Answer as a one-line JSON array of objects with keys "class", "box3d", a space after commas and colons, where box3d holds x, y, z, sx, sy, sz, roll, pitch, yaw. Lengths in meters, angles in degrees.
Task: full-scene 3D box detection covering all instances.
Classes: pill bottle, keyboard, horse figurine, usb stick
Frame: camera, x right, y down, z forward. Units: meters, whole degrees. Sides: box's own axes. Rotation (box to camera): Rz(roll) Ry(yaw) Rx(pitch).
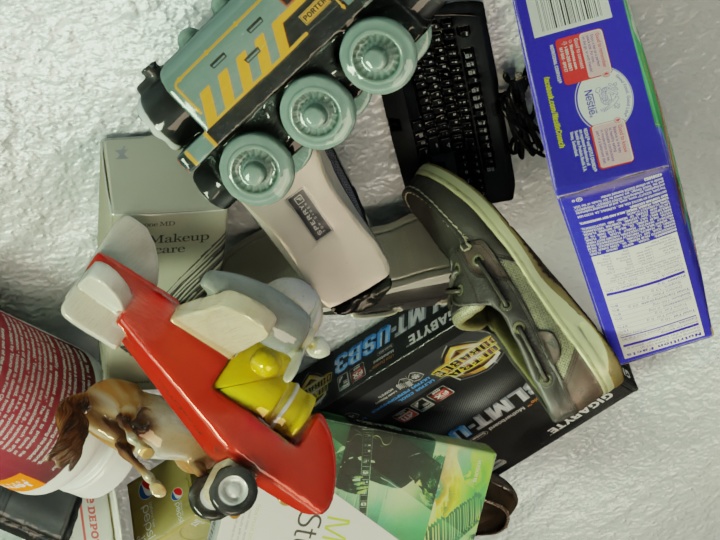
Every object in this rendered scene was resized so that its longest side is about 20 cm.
[{"class": "pill bottle", "box3d": [-0.251, 0.090, 1.523, 0.113, 0.113, 0.200, -34, 138, 26]}, {"class": "keyboard", "box3d": [0.071, -0.098, 1.432, 0.104, 0.040, 0.200, -14, 144, 3]}, {"class": "horse figurine", "box3d": [-0.138, 0.118, 1.496, 0.200, 0.133, 0.050, 21, 103, -40]}, {"class": "usb stick", "box3d": [-0.298, 0.144, 1.580, 0.200, 0.056, 0.033, 25, 147, -11]}]

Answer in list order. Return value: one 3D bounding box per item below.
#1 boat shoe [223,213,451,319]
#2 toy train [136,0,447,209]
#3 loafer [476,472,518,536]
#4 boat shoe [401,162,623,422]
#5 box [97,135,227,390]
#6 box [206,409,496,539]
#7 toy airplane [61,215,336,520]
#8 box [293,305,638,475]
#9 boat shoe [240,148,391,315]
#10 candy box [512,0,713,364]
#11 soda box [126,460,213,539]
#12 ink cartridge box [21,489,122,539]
[{"class": "boat shoe", "box3d": [0.000, 0.000, 1.516, 0.200, 0.074, 0.060, -12, 152, 1]}, {"class": "toy train", "box3d": [-0.043, -0.127, 1.293, 0.114, 0.085, 0.200, 46, 113, -7]}, {"class": "loafer", "box3d": [0.029, 0.197, 1.706, 0.200, 0.071, 0.073, 1, 143, -15]}, {"class": "boat shoe", "box3d": [0.088, 0.014, 1.430, 0.066, 0.201, 0.072, -38, 162, -12]}, {"class": "box", "box3d": [-0.137, -0.002, 1.472, 0.082, 0.068, 0.200, -4, 143, -9]}, {"class": "box", "box3d": [-0.009, 0.183, 1.632, 0.200, 0.036, 0.145, 12, 98, -17]}, {"class": "toy airplane", "box3d": [-0.091, 0.044, 1.372, 0.141, 0.200, 0.199, -37, 137, -18]}, {"class": "box", "box3d": [0.077, 0.092, 1.677, 0.200, 0.050, 0.198, -33, 138, 27]}, {"class": "boat shoe", "box3d": [-0.052, -0.066, 1.415, 0.075, 0.093, 0.200, -29, 112, -2]}, {"class": "candy box", "box3d": [0.164, -0.064, 1.395, 0.077, 0.169, 0.200, -14, 144, 8]}, {"class": "soda box", "box3d": [-0.089, 0.210, 1.712, 0.068, 0.064, 0.200, -34, 139, 26]}, {"class": "ink cartridge box", "box3d": [-0.226, 0.213, 1.687, 0.067, 0.117, 0.200, -4, 142, -13]}]
